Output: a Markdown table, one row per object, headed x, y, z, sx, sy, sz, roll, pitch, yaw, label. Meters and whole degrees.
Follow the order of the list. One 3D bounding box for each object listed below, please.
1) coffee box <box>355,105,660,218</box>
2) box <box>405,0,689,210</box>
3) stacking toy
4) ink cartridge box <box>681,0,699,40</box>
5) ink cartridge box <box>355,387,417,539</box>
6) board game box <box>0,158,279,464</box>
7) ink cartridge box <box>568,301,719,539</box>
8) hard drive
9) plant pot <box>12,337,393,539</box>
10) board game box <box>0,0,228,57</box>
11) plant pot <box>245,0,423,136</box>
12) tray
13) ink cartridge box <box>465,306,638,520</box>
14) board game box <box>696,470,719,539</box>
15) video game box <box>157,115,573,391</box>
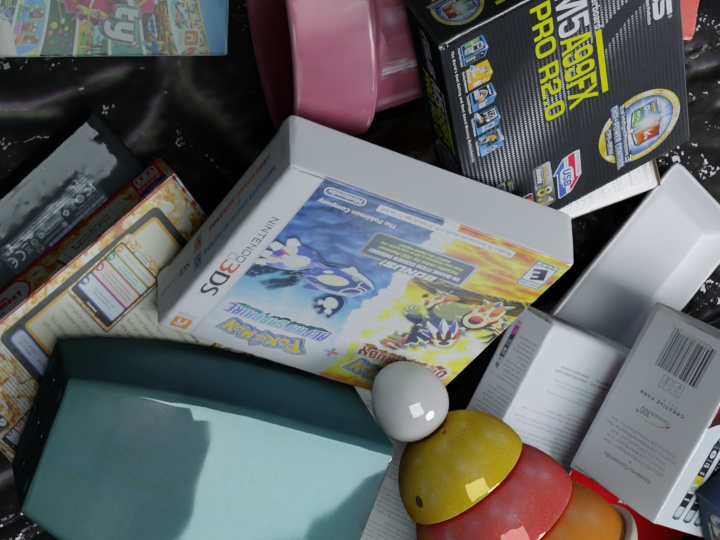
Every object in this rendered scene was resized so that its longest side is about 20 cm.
| x | y | z | sx | sy | sz | roll | pitch | yaw | label |
| --- | --- | --- | --- | --- | --- | --- | --- | --- | --- |
| 0.084 | -0.070 | 1.511 | 0.199 | 0.114 | 0.080 | -21 | 111 | -13 | coffee box |
| 0.118 | -0.119 | 1.370 | 0.160 | 0.044 | 0.200 | -27 | 144 | -10 | box |
| 0.071 | 0.140 | 1.457 | 0.146 | 0.146 | 0.200 | -38 | 103 | -4 | stacking toy |
| 0.156 | -0.239 | 1.521 | 0.199 | 0.057 | 0.164 | 5 | 104 | -15 | ink cartridge box |
| -0.032 | 0.165 | 1.561 | 0.162 | 0.057 | 0.201 | 29 | 93 | -24 | ink cartridge box |
| -0.156 | 0.050 | 1.466 | 0.200 | 0.046 | 0.152 | -39 | 114 | -4 | board game box |
| 0.244 | 0.136 | 1.595 | 0.200 | 0.084 | 0.176 | 21 | 99 | -52 | ink cartridge box |
| -0.164 | 0.011 | 1.495 | 0.139 | 0.033 | 0.200 | -42 | 114 | -3 | hard drive |
| -0.108 | 0.125 | 1.409 | 0.199 | 0.141 | 0.142 | 18 | 100 | -16 | plant pot |
| -0.183 | -0.211 | 1.408 | 0.199 | 0.064 | 0.148 | -3 | 107 | -19 | board game box |
| 0.025 | -0.188 | 1.399 | 0.178 | 0.200 | 0.201 | -9 | 108 | -8 | plant pot |
| 0.181 | 0.021 | 1.607 | 0.200 | 0.022 | 0.107 | -51 | 135 | 1 | tray |
| 0.135 | 0.140 | 1.592 | 0.196 | 0.043 | 0.201 | 23 | 98 | -46 | ink cartridge box |
| 0.303 | 0.181 | 1.596 | 0.135 | 0.035 | 0.201 | -40 | 140 | -19 | board game box |
| 0.000 | 0.000 | 1.400 | 0.199 | 0.047 | 0.182 | 18 | 141 | -23 | video game box |
